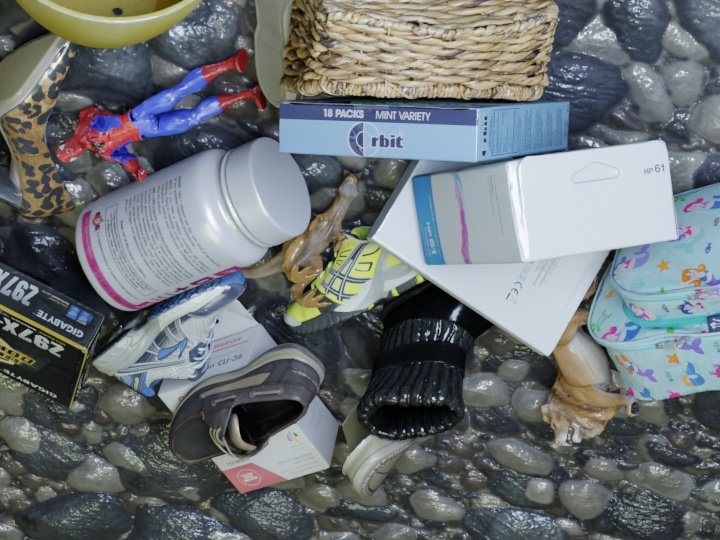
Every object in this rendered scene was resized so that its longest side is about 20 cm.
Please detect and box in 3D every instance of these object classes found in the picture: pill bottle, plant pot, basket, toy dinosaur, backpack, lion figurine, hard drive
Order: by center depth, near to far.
[{"bbox_3d":[0.047,-0.168,1.354,0.200,0.143,0.149,0,131,-15],"label":"basket"},{"bbox_3d":[-0.205,-0.256,1.356,0.200,0.200,0.142,19,158,-5],"label":"plant pot"},{"bbox_3d":[0.297,0.022,1.481,0.200,0.178,0.151,-19,121,38],"label":"backpack"},{"bbox_3d":[0.120,-0.031,1.515,0.200,0.132,0.027,33,172,-17],"label":"hard drive"},{"bbox_3d":[-0.153,-0.044,1.560,0.200,0.113,0.113,-21,123,27],"label":"pill bottle"},{"bbox_3d":[-0.060,-0.015,1.592,0.200,0.106,0.060,-35,128,28],"label":"toy dinosaur"},{"bbox_3d":[0.209,0.083,1.625,0.122,0.072,0.200,8,127,44],"label":"lion figurine"}]

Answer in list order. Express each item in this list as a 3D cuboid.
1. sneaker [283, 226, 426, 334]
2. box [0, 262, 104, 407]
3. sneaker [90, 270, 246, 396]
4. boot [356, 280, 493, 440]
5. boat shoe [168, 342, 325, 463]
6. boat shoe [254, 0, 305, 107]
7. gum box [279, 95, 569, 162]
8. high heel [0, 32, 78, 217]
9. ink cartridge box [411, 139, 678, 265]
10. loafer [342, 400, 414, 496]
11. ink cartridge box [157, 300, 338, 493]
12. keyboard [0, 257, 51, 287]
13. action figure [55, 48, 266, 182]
[{"bbox_3d":[0.000,0.000,1.609,0.200,0.075,0.077,-29,89,34],"label":"sneaker"},{"bbox_3d":[-0.359,0.048,1.682,0.200,0.049,0.160,28,150,-3],"label":"box"},{"bbox_3d":[-0.170,0.059,1.655,0.200,0.077,0.085,-33,110,35],"label":"sneaker"},{"bbox_3d":[0.092,0.062,1.569,0.079,0.158,0.211,40,127,-22],"label":"boot"},{"bbox_3d":[-0.120,0.141,1.651,0.074,0.073,0.200,39,125,-22],"label":"boat shoe"},{"bbox_3d":[-0.049,-0.233,1.425,0.063,0.073,0.200,-19,133,-29],"label":"boat shoe"},{"bbox_3d":[0.056,-0.117,1.370,0.170,0.200,0.045,5,98,26],"label":"gum box"},{"bbox_3d":[-0.280,-0.134,1.563,0.142,0.071,0.200,24,122,-40],"label":"high heel"},{"bbox_3d":[0.149,-0.054,1.402,0.144,0.200,0.085,-9,92,-20],"label":"ink cartridge box"},{"bbox_3d":[0.014,0.163,1.665,0.068,0.200,0.076,38,104,5],"label":"loafer"},{"bbox_3d":[-0.124,0.130,1.737,0.116,0.068,0.200,-20,123,26],"label":"ink cartridge box"},{"bbox_3d":[-0.351,0.022,1.725,0.200,0.040,0.104,39,151,-22],"label":"keyboard"},{"bbox_3d":[-0.187,-0.123,1.496,0.200,0.099,0.065,-18,123,18],"label":"action figure"}]
